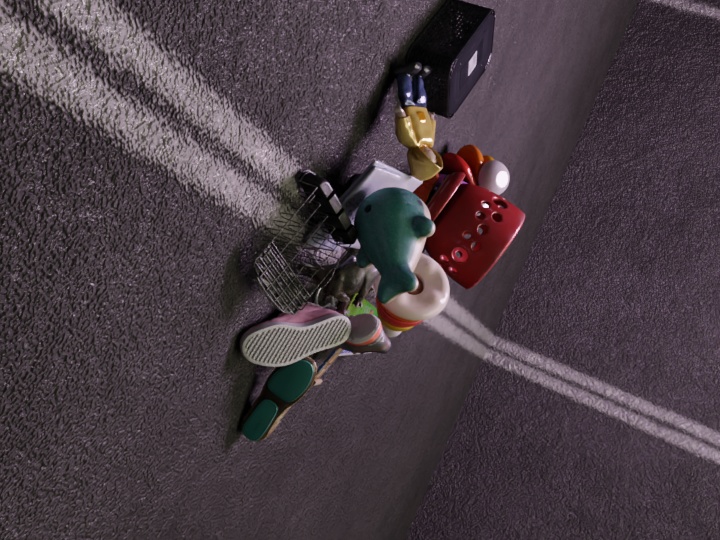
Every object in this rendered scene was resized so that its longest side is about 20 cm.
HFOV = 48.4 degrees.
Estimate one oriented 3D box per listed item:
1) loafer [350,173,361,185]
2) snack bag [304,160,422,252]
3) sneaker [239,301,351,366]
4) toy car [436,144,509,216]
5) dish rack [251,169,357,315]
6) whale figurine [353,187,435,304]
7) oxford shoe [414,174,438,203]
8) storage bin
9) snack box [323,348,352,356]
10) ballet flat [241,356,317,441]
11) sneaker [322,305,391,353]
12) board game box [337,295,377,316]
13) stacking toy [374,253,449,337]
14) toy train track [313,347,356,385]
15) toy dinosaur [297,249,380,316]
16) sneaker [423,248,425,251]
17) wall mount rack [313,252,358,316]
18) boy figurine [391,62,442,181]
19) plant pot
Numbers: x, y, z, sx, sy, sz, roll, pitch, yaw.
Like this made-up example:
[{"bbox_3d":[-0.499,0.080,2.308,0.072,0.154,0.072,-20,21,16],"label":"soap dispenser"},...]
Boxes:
[{"bbox_3d":[0.053,-0.133,1.509,0.200,0.063,0.072,13,94,-59],"label":"loafer"},{"bbox_3d":[0.010,-0.103,1.407,0.189,0.021,0.200,-48,158,17],"label":"snack bag"},{"bbox_3d":[-0.125,0.103,1.351,0.200,0.105,0.076,-11,110,-31],"label":"sneaker"},{"bbox_3d":[0.229,-0.196,1.845,0.150,0.175,0.201,32,80,-35],"label":"toy car"},{"bbox_3d":[-0.092,-0.038,1.247,0.200,0.054,0.154,-52,135,-22],"label":"dish rack"},{"bbox_3d":[0.045,-0.048,1.303,0.104,0.159,0.201,34,43,-38],"label":"whale figurine"},{"bbox_3d":[0.108,-0.142,1.681,0.200,0.071,0.073,-46,157,-46],"label":"oxford shoe"},{"bbox_3d":[0.172,-0.404,1.525,0.200,0.094,0.135,-55,157,-29],"label":"storage bin"},{"bbox_3d":[-0.004,0.145,1.680,0.072,0.024,0.200,-49,158,17],"label":"snack box"},{"bbox_3d":[-0.140,0.213,1.396,0.200,0.070,0.065,-48,180,20],"label":"ballet flat"},{"bbox_3d":[-0.025,0.121,1.440,0.077,0.200,0.082,-54,124,-21],"label":"sneaker"},{"bbox_3d":[-0.011,0.106,1.702,0.096,0.030,0.200,-63,157,-6],"label":"board game box"},{"bbox_3d":[0.077,0.067,1.544,0.146,0.146,0.200,-54,173,-32],"label":"stacking toy"},{"bbox_3d":[-0.037,0.167,1.584,0.200,0.033,0.115,-50,157,23],"label":"toy train track"},{"bbox_3d":[-0.009,0.016,1.389,0.199,0.077,0.102,-7,141,-18],"label":"toy dinosaur"},{"bbox_3d":[0.069,-0.034,1.709,0.200,0.073,0.082,-9,124,-55],"label":"sneaker"},{"bbox_3d":[0.000,0.000,1.516,0.200,0.074,0.174,-40,144,-36],"label":"wall mount rack"},{"bbox_3d":[0.098,-0.259,1.407,0.124,0.064,0.201,3,78,-55],"label":"boy figurine"},{"bbox_3d":[0.213,-0.088,1.672,0.201,0.182,0.200,-55,-179,1],"label":"plant pot"}]
